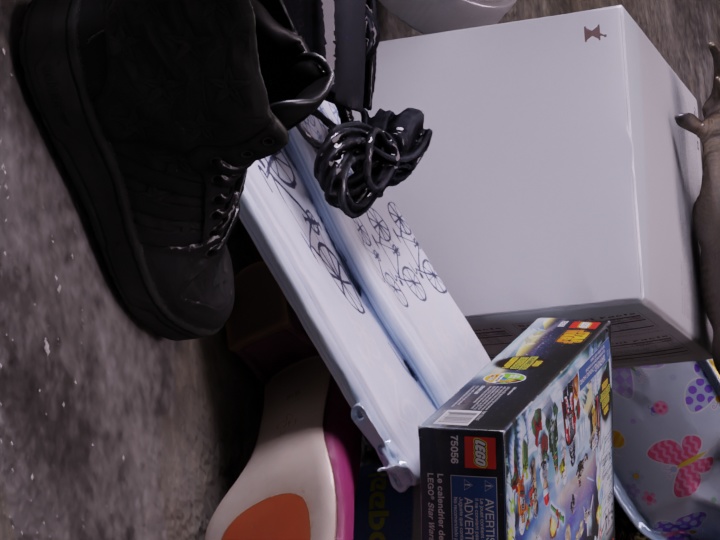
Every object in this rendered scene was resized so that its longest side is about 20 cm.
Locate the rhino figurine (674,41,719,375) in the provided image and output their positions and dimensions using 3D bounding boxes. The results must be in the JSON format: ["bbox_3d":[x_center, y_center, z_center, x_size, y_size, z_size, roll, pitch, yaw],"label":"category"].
[{"bbox_3d":[0.209,-0.025,1.233,0.087,0.060,0.201,-29,110,-59],"label":"rhino figurine"}]

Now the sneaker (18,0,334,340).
[{"bbox_3d":[-0.055,-0.052,0.849,0.060,0.104,0.200,-80,155,-45],"label":"sneaker"}]

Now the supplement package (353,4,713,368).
[{"bbox_3d":[0.094,-0.033,1.224,0.200,0.150,0.152,28,58,-69],"label":"supplement package"}]

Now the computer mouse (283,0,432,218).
[{"bbox_3d":[-0.014,-0.130,1.027,0.201,0.053,0.138,67,17,-4],"label":"computer mouse"}]

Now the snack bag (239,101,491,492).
[{"bbox_3d":[0.000,0.000,1.016,0.189,0.021,0.200,60,15,5],"label":"snack bag"}]

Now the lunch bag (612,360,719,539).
[{"bbox_3d":[0.219,0.089,1.529,0.200,0.127,0.170,60,20,-1],"label":"lunch bag"}]

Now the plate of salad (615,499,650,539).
[{"bbox_3d":[0.175,0.192,1.551,0.200,0.048,0.201,-8,90,-72],"label":"plate of salad"}]

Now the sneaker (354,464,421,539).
[{"bbox_3d":[0.040,0.147,1.098,0.200,0.082,0.074,51,34,-61],"label":"sneaker"}]

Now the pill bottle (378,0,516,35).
[{"bbox_3d":[0.083,-0.217,1.178,0.109,0.200,0.110,24,38,-20],"label":"pill bottle"}]

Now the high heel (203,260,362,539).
[{"bbox_3d":[-0.015,0.096,0.963,0.096,0.067,0.201,45,37,-46],"label":"high heel"}]

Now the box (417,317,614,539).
[{"bbox_3d":[0.073,0.109,1.007,0.200,0.040,0.137,-33,124,-68],"label":"box"}]
